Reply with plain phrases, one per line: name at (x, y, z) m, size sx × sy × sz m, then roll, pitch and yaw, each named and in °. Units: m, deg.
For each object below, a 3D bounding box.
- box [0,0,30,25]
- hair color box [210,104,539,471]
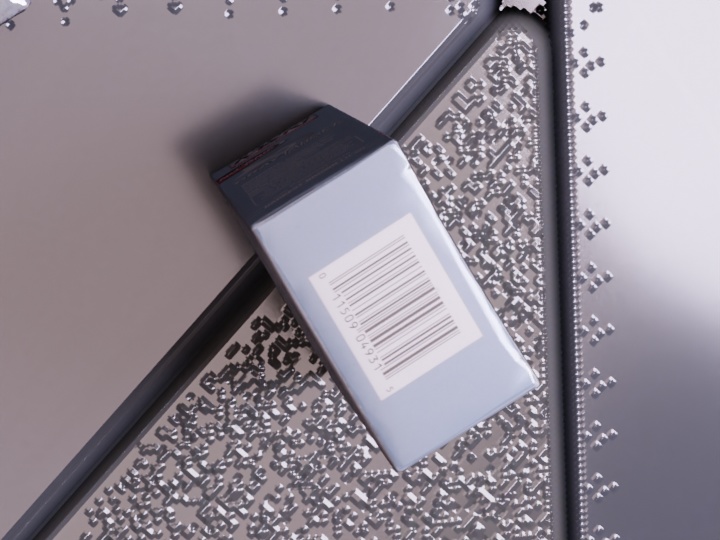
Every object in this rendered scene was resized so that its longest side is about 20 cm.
box at (-0.234, -0.095, 0.931) m, size 0.199 × 0.132 × 0.115 m, roll -33°, pitch 102°, yaw -3°
hair color box at (0.000, 0.000, 0.942) m, size 0.060 × 0.200 × 0.099 m, roll -31°, pitch 100°, yaw -3°
